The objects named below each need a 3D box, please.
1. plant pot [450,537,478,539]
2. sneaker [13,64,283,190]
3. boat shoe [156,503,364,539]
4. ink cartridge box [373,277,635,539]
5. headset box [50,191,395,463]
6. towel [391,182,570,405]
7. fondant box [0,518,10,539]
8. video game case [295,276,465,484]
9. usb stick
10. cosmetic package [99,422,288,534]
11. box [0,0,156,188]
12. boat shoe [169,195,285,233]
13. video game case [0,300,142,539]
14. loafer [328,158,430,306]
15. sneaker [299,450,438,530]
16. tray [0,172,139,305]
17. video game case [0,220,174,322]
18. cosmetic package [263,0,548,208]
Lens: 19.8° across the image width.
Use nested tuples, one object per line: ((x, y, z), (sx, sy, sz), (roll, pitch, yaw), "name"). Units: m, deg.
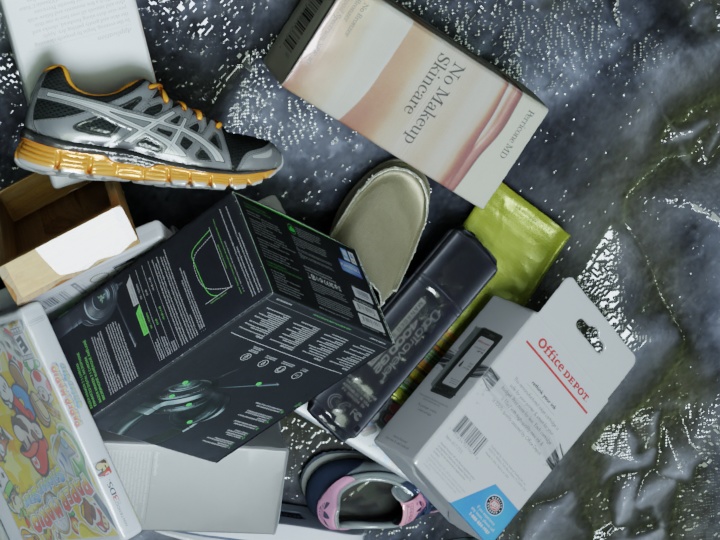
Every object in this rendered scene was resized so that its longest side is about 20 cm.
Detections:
((0.104, 0.355, 1.810), (0.198, 0.135, 0.202), (-4, 111, -12), "plant pot")
((-0.147, -0.099, 1.481), (0.198, 0.078, 0.078), (6, 88, -26), "sneaker")
((-0.094, 0.233, 1.750), (0.198, 0.074, 0.066), (13, 103, -16), "boat shoe")
((0.120, 0.106, 1.684), (0.200, 0.068, 0.116), (-49, 121, -12), "ink cartridge box")
((-0.108, 0.052, 1.552), (0.199, 0.093, 0.174), (-35, 150, 21), "headset box")
((0.090, 0.029, 1.712), (0.086, 0.018, 0.201), (36, 82, -14), "towel")
((-0.310, 0.209, 1.620), (0.058, 0.200, 0.145), (-25, 115, -3), "fondant box")
((0.042, 0.093, 1.720), (0.199, 0.018, 0.144), (32, 81, -13), "video game case")
((0.035, 0.051, 1.677), (0.055, 0.033, 0.200), (43, 80, -15), "usb stick")
((-0.166, 0.155, 1.687), (0.198, 0.107, 0.091), (7, 109, -14), "cosmetic package")
((-0.215, -0.183, 1.536), (0.097, 0.124, 0.202), (-16, 114, -8), "box")
((-0.147, -0.003, 1.653), (0.199, 0.072, 0.066), (-22, 78, 14), "boat shoe")
((-0.250, 0.121, 1.544), (0.023, 0.199, 0.183), (-27, 97, -33), "video game case")
((0.000, 0.000, 1.664), (0.075, 0.068, 0.201), (32, 81, -14), "loafer")
((0.052, 0.191, 1.763), (0.198, 0.082, 0.071), (-8, 114, -11), "sneaker")
((-0.224, -0.039, 1.546), (0.098, 0.200, 0.037), (-28, 110, -2), "tray")
((-0.176, 0.032, 1.599), (0.142, 0.018, 0.200), (-24, 152, 11), "video game case")
((0.035, -0.147, 1.630), (0.199, 0.087, 0.104), (29, 101, -21), "cosmetic package")
